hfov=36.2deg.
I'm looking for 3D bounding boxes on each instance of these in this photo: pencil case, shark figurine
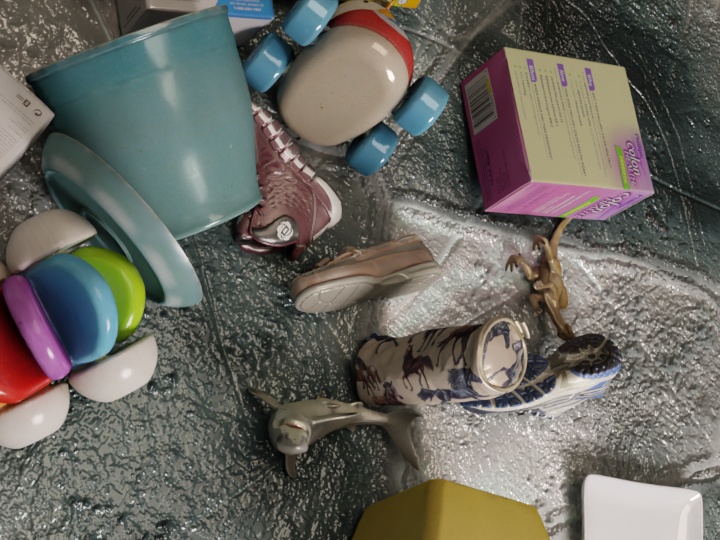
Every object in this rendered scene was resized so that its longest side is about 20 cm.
[{"bbox_3d":[0.083,0.094,1.145,0.078,0.200,0.090,47,54,-25],"label":"pencil case"},{"bbox_3d":[-0.039,0.174,1.138,0.214,0.128,0.090,5,100,-48],"label":"shark figurine"}]

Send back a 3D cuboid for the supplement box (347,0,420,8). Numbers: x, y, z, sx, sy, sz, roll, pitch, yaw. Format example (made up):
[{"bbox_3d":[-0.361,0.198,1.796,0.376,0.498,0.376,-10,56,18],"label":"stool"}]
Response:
[{"bbox_3d":[-0.014,-0.380,1.243,0.200,0.109,0.110,-3,56,-32],"label":"supplement box"}]

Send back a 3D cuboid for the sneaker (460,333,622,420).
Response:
[{"bbox_3d":[0.209,0.143,1.283,0.199,0.085,0.077,-11,45,-12],"label":"sneaker"}]

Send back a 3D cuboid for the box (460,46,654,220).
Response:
[{"bbox_3d":[0.242,-0.165,1.362,0.199,0.097,0.176,1,70,-31],"label":"box"}]

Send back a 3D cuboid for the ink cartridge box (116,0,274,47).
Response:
[{"bbox_3d":[-0.185,-0.348,1.162,0.146,0.084,0.201,-3,79,-32],"label":"ink cartridge box"}]

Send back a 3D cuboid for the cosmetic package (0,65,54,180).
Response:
[{"bbox_3d":[-0.371,-0.081,0.965,0.085,0.108,0.200,43,58,-15],"label":"cosmetic package"}]

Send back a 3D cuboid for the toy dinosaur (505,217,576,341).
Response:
[{"bbox_3d":[0.230,0.001,1.358,0.101,0.058,0.200,34,48,-39],"label":"toy dinosaur"}]

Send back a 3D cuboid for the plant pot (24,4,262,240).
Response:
[{"bbox_3d":[-0.188,-0.129,1.051,0.200,0.200,0.188,-29,105,-34],"label":"plant pot"}]

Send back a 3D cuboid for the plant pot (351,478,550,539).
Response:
[{"bbox_3d":[0.087,0.321,1.103,0.200,0.200,0.177,20,56,-26],"label":"plant pot"}]

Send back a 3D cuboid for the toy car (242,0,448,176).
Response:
[{"bbox_3d":[0.002,-0.248,1.213,0.184,0.177,0.200,36,49,-16],"label":"toy car"}]

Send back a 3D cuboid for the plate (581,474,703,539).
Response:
[{"bbox_3d":[0.336,0.358,1.333,0.200,0.032,0.200,14,72,-29],"label":"plate"}]

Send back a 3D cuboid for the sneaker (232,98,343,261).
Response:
[{"bbox_3d":[-0.114,-0.091,1.147,0.200,0.076,0.116,45,62,-15],"label":"sneaker"}]

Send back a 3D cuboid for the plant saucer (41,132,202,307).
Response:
[{"bbox_3d":[-0.222,-0.037,0.994,0.027,0.200,0.200,-44,102,-21],"label":"plant saucer"}]

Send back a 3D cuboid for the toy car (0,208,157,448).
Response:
[{"bbox_3d":[-0.281,0.051,0.937,0.200,0.150,0.175,-27,93,-2],"label":"toy car"}]

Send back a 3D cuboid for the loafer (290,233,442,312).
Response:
[{"bbox_3d":[0.000,0.000,1.205,0.200,0.072,0.063,-8,65,-39],"label":"loafer"}]
